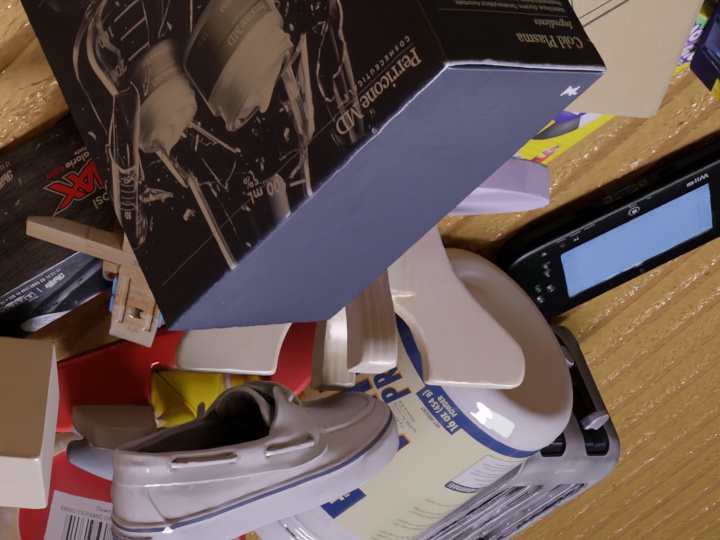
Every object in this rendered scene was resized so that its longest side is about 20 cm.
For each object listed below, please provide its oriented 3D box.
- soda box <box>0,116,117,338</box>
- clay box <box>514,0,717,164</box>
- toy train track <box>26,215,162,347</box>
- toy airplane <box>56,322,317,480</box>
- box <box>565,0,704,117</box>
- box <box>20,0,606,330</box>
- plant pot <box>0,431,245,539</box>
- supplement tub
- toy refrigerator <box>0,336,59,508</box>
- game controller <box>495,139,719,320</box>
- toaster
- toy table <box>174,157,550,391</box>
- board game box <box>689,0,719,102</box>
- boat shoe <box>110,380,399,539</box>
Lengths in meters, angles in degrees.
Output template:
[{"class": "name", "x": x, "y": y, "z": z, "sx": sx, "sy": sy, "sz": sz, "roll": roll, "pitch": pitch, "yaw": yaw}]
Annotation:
[{"class": "soda box", "x": -0.120, "y": -0.041, "z": 1.376, "sx": 0.199, "sy": 0.071, "sz": 0.063, "roll": -30, "pitch": 161, "yaw": 9}, {"class": "clay box", "x": 0.120, "y": -0.118, "z": 1.525, "sx": 0.200, "sy": 0.048, "sz": 0.115, "roll": -34, "pitch": 159, "yaw": 21}, {"class": "toy train track", "x": -0.101, "y": -0.005, "z": 1.319, "sx": 0.114, "sy": 0.033, "sz": 0.200, "roll": 18, "pitch": 162, "yaw": -2}, {"class": "toy airplane", "x": -0.129, "y": 0.086, "z": 1.570, "sx": 0.198, "sy": 0.142, "sz": 0.200, "roll": -16, "pitch": -173, "yaw": 39}, {"class": "box", "x": 0.101, "y": -0.163, "z": 1.240, "sx": 0.163, "sy": 0.021, "sz": 0.201, "roll": 4, "pitch": 121, "yaw": -30}, {"class": "box", "x": -0.026, "y": -0.104, "z": 1.179, "sx": 0.104, "sy": 0.183, "sz": 0.200, "roll": -4, "pitch": 150, "yaw": -47}, {"class": "plant pot", "x": -0.168, "y": 0.194, "z": 1.719, "sx": 0.200, "sy": 0.201, "sz": 0.183, "roll": -17, "pitch": 153, "yaw": -25}, {"class": "supplement tub", "x": 0.022, "y": 0.094, "z": 1.780, "sx": 0.200, "sy": 0.145, "sz": 0.145, "roll": -38, "pitch": 157, "yaw": 27}, {"class": "toy refrigerator", "x": -0.252, "y": 0.066, "z": 1.368, "sx": 0.199, "sy": 0.070, "sz": 0.076, "roll": 5, "pitch": 156, "yaw": -1}, {"class": "game controller", "x": 0.181, "y": -0.026, "z": 1.837, "sx": 0.199, "sy": 0.042, "sz": 0.104, "roll": -26, "pitch": 160, "yaw": -4}, {"class": "toaster", "x": 0.064, "y": 0.127, "z": 1.942, "sx": 0.200, "sy": 0.119, "sz": 0.181, "roll": -34, "pitch": 162, "yaw": 20}, {"class": "toy table", "x": 0.000, "y": 0.000, "z": 1.459, "sx": 0.199, "sy": 0.118, "sz": 0.184, "roll": 1, "pitch": 174, "yaw": 2}, {"class": "board game box", "x": 0.280, "y": -0.184, "z": 1.487, "sx": 0.165, "sy": 0.057, "sz": 0.200, "roll": -25, "pitch": 152, "yaw": -31}, {"class": "boat shoe", "x": -0.056, "y": 0.091, "z": 1.460, "sx": 0.199, "sy": 0.066, "sz": 0.072, "roll": -19, "pitch": -159, "yaw": -40}]
